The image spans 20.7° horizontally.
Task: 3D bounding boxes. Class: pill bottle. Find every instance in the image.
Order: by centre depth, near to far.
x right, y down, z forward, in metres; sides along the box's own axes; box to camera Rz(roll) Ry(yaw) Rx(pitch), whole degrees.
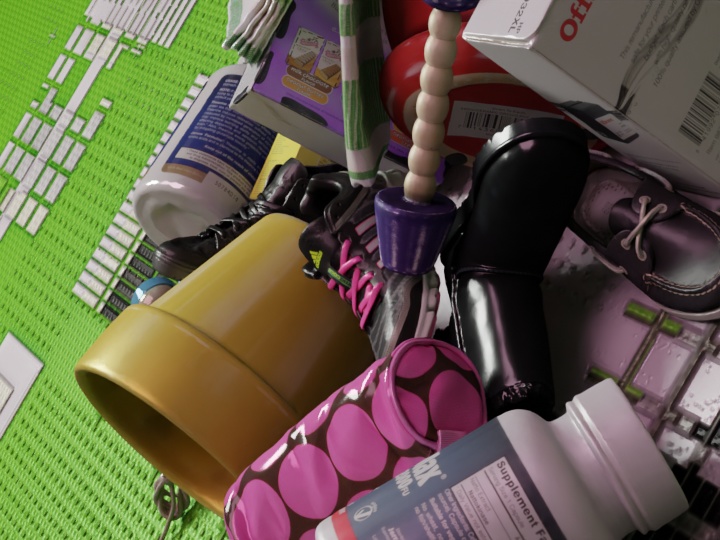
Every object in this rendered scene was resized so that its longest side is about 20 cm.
[{"bbox_3d":[0.085,0.152,1.160,0.199,0.120,0.120,-31,34,1],"label":"pill bottle"},{"bbox_3d":[-0.105,-0.106,1.703,0.111,0.111,0.200,-16,36,49],"label":"pill bottle"}]

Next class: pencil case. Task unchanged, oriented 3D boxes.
[{"bbox_3d":[-0.002,0.130,1.271,0.200,0.090,0.094,-45,35,37],"label":"pencil case"}]

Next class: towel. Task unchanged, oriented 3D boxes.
[{"bbox_3d":[0.002,-0.168,1.385,0.153,0.023,0.201,-68,-23,-75],"label":"towel"},{"bbox_3d":[-0.048,-0.266,1.511,0.200,0.031,0.149,-58,16,20],"label":"towel"}]

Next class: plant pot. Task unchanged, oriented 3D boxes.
[{"bbox_3d":[0.109,-0.183,1.387,0.200,0.200,0.183,-23,51,45],"label":"plant pot"},{"bbox_3d":[-0.078,0.068,1.462,0.189,0.201,0.200,-50,27,-17],"label":"plant pot"}]

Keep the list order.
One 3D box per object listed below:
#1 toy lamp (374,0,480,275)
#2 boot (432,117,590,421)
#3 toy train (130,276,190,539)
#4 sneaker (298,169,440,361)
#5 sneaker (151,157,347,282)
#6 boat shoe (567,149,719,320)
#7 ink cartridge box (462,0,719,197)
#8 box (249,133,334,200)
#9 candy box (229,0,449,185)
[{"bbox_3d":[0.044,-0.095,1.286,0.058,0.058,0.201,-137,51,-59],"label":"toy lamp"},{"bbox_3d":[0.100,0.016,1.277,0.198,0.073,0.163,122,151,-56],"label":"boot"},{"bbox_3d":[-0.167,0.113,1.622,0.116,0.084,0.201,44,123,49],"label":"toy train"},{"bbox_3d":[0.000,0.000,1.371,0.200,0.087,0.074,-100,24,-45],"label":"sneaker"},{"bbox_3d":[-0.068,-0.045,1.561,0.060,0.199,0.105,35,119,53],"label":"sneaker"},{"bbox_3d":[0.183,-0.029,1.272,0.074,0.060,0.200,-56,30,9],"label":"boat shoe"},{"bbox_3d":[0.184,-0.157,1.245,0.084,0.200,0.146,17,78,59],"label":"ink cartridge box"},{"bbox_3d":[-0.017,-0.132,1.649,0.050,0.075,0.201,5,66,57],"label":"box"},{"bbox_3d":[0.015,-0.184,1.546,0.201,0.167,0.072,-68,14,-16],"label":"candy box"}]
